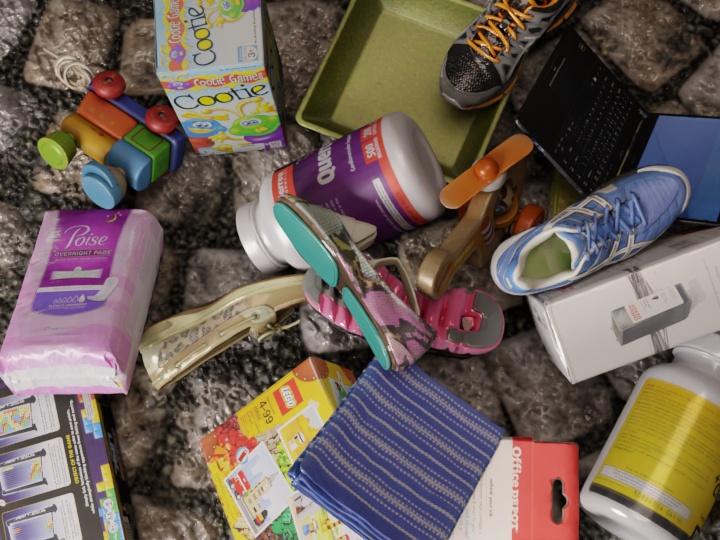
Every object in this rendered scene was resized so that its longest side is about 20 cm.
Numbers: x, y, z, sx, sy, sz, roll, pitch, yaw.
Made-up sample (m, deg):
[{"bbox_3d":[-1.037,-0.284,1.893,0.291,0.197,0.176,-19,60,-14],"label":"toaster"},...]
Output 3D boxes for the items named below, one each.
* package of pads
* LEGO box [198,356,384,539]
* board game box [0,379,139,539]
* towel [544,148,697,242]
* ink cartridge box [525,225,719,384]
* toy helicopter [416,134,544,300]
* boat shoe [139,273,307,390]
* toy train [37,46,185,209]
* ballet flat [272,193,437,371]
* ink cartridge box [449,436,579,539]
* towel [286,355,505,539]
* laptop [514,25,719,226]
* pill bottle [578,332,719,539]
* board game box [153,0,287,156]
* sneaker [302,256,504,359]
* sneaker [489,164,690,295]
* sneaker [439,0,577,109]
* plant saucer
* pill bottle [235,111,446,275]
[{"bbox_3d":[-0.269,0.030,1.124,0.120,0.076,0.201,0,49,6],"label":"package of pads"},{"bbox_3d":[-0.042,0.207,1.047,0.149,0.077,0.200,-38,59,18],"label":"LEGO box"},{"bbox_3d":[-0.319,0.203,1.124,0.165,0.057,0.201,-16,73,1],"label":"board game box"},{"bbox_3d":[0.288,-0.056,1.183,0.199,0.023,0.144,9,74,5],"label":"towel"},{"bbox_3d":[0.267,0.027,1.080,0.199,0.146,0.085,-19,93,3],"label":"ink cartridge box"},{"bbox_3d":[0.111,-0.048,1.092,0.079,0.133,0.200,24,47,21],"label":"toy helicopter"},{"bbox_3d":[-0.126,0.058,1.152,0.199,0.073,0.063,-22,79,8],"label":"boat shoe"},{"bbox_3d":[-0.292,-0.150,1.190,0.200,0.085,0.116,33,52,11],"label":"toy train"},{"bbox_3d":[0.000,0.000,1.057,0.071,0.069,0.200,-32,74,-18],"label":"ballet flat"},{"bbox_3d":[0.104,0.218,1.089,0.199,0.067,0.117,2,74,4],"label":"ink cartridge box"},{"bbox_3d":[0.037,0.159,1.002,0.145,0.024,0.200,36,42,3],"label":"towel"},{"bbox_3d":[0.276,-0.147,1.130,0.200,0.103,0.177,45,48,-14],"label":"laptop"},{"bbox_3d":[0.295,0.159,1.073,0.112,0.112,0.200,29,78,11],"label":"pill bottle"},{"bbox_3d":[-0.137,-0.205,1.157,0.102,0.200,0.105,-6,74,2],"label":"board game box"},{"bbox_3d":[0.037,0.046,1.126,0.199,0.095,0.079,18,73,-1],"label":"sneaker"},{"bbox_3d":[0.215,-0.029,1.048,0.200,0.077,0.076,-31,96,6],"label":"sneaker"},{"bbox_3d":[0.150,-0.250,1.169,0.078,0.077,0.200,38,80,11],"label":"sneaker"},{"bbox_3d":[0.060,-0.200,1.224,0.199,0.048,0.200,22,76,10],"label":"plant saucer"},{"bbox_3d":[-0.021,-0.069,1.140,0.199,0.112,0.113,-24,73,18],"label":"pill bottle"}]
